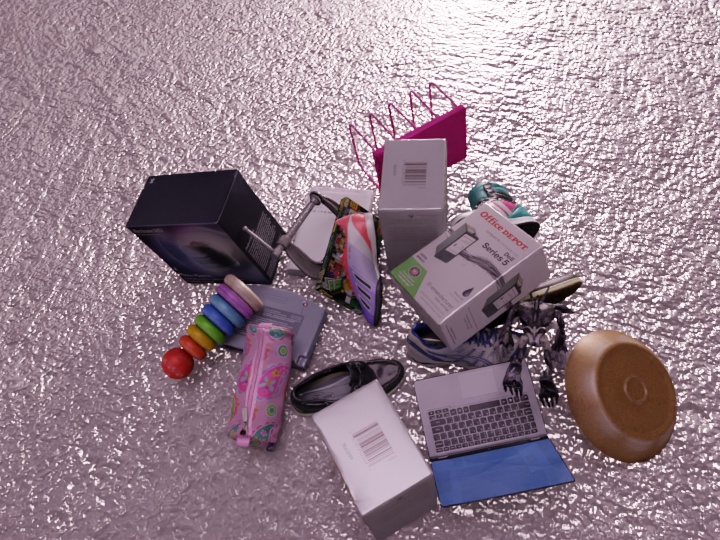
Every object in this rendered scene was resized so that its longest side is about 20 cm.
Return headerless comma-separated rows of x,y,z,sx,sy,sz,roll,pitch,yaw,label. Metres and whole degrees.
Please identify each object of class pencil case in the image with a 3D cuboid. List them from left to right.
-0.163,0.188,1.032,0.087,0.087,0.200,5,73,13,pencil case

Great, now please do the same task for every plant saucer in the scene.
0.397,0.180,0.934,0.200,0.035,0.200,7,68,-18,plant saucer

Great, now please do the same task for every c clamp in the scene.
-0.092,-0.073,1.138,0.171,0.027,0.200,47,49,-11,c clamp

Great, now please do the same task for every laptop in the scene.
0.188,0.233,0.942,0.187,0.116,0.200,-12,68,2,laptop

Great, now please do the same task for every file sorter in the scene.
0.094,-0.263,1.258,0.200,0.139,0.125,-30,57,-9,file sorter

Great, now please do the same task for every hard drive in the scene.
-0.056,-0.075,1.234,0.132,0.027,0.200,5,59,13,hard drive

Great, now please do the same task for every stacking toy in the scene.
-0.266,0.103,1.094,0.085,0.085,0.200,37,76,27,stacking toy

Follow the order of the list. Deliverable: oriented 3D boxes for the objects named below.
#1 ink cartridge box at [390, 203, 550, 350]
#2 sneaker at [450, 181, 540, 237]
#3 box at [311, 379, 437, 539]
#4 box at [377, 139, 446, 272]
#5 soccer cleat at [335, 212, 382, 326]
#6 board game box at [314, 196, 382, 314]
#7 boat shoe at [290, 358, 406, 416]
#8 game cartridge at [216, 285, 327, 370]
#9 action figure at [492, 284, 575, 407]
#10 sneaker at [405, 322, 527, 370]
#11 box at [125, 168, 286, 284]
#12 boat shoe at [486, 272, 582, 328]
0.173,0.006,1.000,0.200,0.084,0.146,-36,46,-5,ink cartridge box
0.221,-0.107,1.140,0.200,0.084,0.121,0,42,-36,sneaker
0.025,0.275,0.897,0.106,0.200,0.152,-28,58,-9,box
0.098,-0.108,1.115,0.106,0.200,0.152,1,59,9,box
0.000,0.000,1.113,0.073,0.068,0.200,-5,92,-1,soccer cleat
-0.015,-0.029,1.161,0.023,0.105,0.200,-21,46,46,board game box
-0.023,0.184,1.042,0.199,0.066,0.075,-13,57,2,boat shoe
-0.166,0.095,1.143,0.200,0.040,0.133,13,65,17,game cartridge
0.265,0.113,0.978,0.119,0.102,0.200,10,43,12,action figure
0.174,0.120,1.036,0.200,0.088,0.075,-4,56,6,sneaker
-0.274,-0.072,1.148,0.200,0.198,0.123,0,57,25,box
0.275,0.039,1.077,0.200,0.073,0.065,-19,62,-2,boat shoe
